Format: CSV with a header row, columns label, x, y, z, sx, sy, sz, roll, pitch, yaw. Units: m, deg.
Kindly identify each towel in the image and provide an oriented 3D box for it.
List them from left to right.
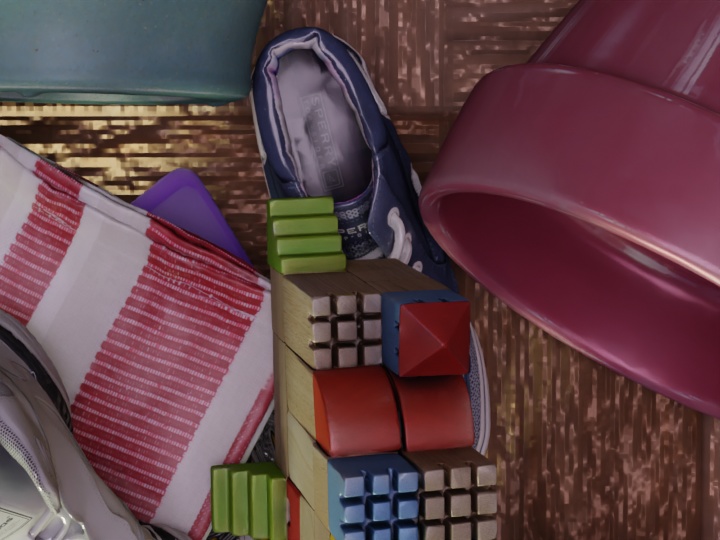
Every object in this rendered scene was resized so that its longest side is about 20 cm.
label,x,y,z,sx,sy,sz,roll,pitch,yaw
towel,-0.134,0.031,0.760,0.199,0.023,0.145,28,94,3

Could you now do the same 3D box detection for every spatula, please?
label,x,y,z,sx,sy,sz,roll,pitch,yaw
spatula,-0.026,0.049,0.784,0.200,0.021,0.056,49,57,2

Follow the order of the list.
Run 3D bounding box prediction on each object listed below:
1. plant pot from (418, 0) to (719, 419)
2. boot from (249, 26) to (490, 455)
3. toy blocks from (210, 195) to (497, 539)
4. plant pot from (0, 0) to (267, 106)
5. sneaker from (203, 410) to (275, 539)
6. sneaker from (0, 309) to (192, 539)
label,x,y,z,sx,sy,sz,roll,pitch,yaw
plant pot,0.148,-0.055,0.742,0.199,0.200,0.180,30,79,-1
boot,0.000,0.000,0.787,0.072,0.090,0.202,-22,93,2
toy blocks,0.007,0.081,0.689,0.099,0.137,0.202,-3,99,-14
plant pot,-0.105,-0.156,0.721,0.198,0.200,0.190,1,92,1
sneaker,-0.044,0.096,0.799,0.077,0.082,0.201,-28,92,4
sneaker,-0.113,0.104,0.696,0.075,0.115,0.201,-34,91,6
